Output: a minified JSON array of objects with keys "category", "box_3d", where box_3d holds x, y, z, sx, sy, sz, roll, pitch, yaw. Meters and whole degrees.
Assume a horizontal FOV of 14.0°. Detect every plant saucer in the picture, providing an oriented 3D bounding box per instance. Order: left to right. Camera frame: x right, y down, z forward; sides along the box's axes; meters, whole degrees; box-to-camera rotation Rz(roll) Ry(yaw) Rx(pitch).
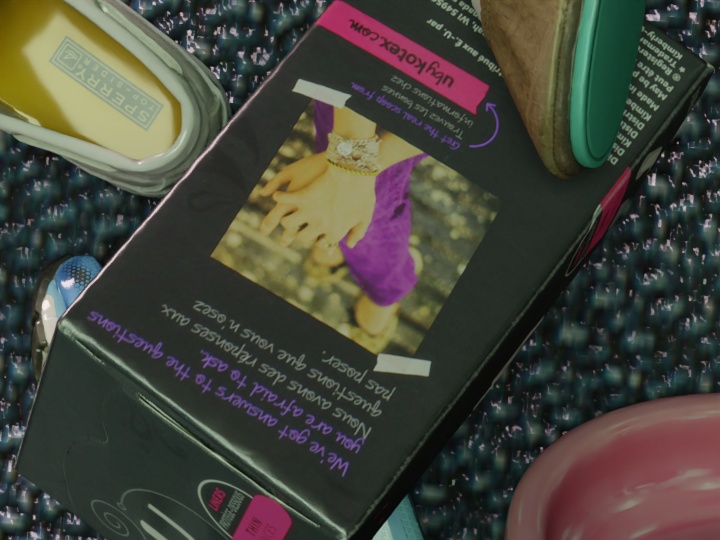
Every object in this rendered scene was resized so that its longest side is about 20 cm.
[{"category":"plant saucer","box_3d":[0.139,0.110,0.887,0.199,0.201,0.051,12,119,6]}]

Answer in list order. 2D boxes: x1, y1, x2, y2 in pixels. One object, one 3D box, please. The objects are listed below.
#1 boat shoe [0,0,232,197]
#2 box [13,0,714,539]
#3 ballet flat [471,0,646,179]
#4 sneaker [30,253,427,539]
[{"category":"boat shoe","box_3d":[-0.134,-0.087,0.967,0.199,0.070,0.071,33,92,5]},{"category":"box","box_3d":[0.000,0.000,0.888,0.106,0.122,0.200,37,64,6]},{"category":"ballet flat","box_3d":[0.058,-0.129,0.845,0.072,0.068,0.201,13,88,18]},{"category":"sneaker","box_3d":[-0.030,0.067,0.962,0.090,0.078,0.200,-44,89,-15]}]
